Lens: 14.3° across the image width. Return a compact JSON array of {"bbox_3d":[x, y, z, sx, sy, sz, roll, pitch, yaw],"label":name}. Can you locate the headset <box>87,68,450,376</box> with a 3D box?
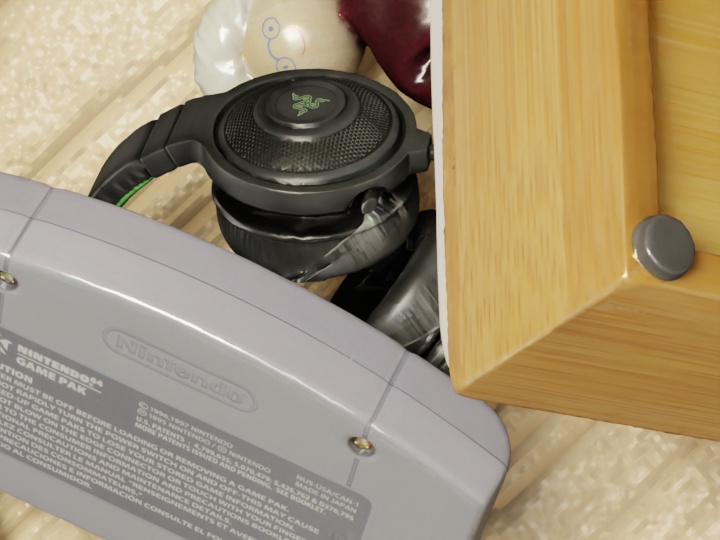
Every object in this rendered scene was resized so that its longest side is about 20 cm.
[{"bbox_3d":[0.000,0.000,0.869,0.199,0.094,0.124,-20,119,27],"label":"headset"}]

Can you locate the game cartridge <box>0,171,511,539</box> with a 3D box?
[{"bbox_3d":[-0.054,0.044,0.886,0.199,0.134,0.041,25,56,5],"label":"game cartridge"}]

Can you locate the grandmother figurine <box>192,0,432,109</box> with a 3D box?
[{"bbox_3d":[0.035,-0.098,0.886,0.199,0.061,0.122,-23,78,21],"label":"grandmother figurine"}]

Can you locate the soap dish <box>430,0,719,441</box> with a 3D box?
[{"bbox_3d":[0.117,-0.032,0.778,0.199,0.081,0.158,11,66,-26],"label":"soap dish"}]
